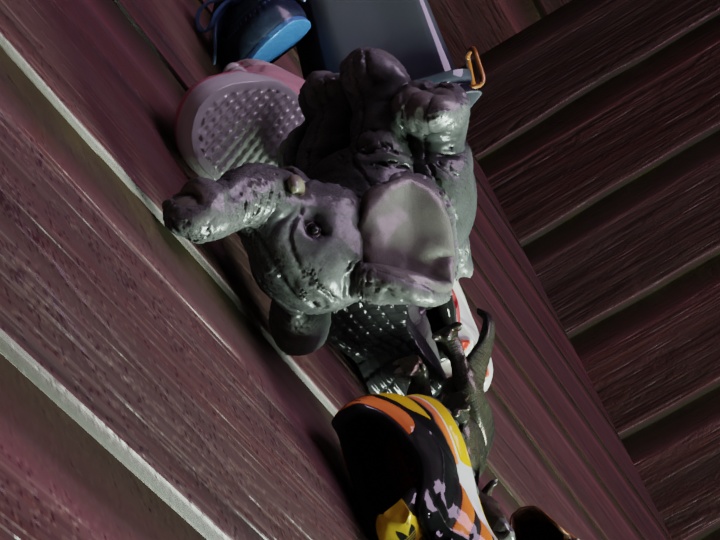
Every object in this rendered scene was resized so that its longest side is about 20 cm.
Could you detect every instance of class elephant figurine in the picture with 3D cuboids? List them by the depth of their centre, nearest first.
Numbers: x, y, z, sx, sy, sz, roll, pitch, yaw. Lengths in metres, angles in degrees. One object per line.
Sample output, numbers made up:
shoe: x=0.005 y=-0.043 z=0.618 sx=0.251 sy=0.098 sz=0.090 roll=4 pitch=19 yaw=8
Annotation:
elephant figurine: x=-0.016 y=-0.018 z=1.122 sx=0.154 sy=0.142 sz=0.200 roll=24 pitch=45 yaw=4

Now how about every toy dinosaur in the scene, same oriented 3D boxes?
toy dinosaur: x=0.056 y=0.101 z=1.275 sx=0.201 sy=0.076 sz=0.103 roll=-90 pitch=165 yaw=-56

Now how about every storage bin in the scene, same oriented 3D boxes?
storage bin: x=0.014 y=-0.171 z=1.573 sx=0.200 sy=0.145 sz=0.135 roll=136 pitch=-63 yaw=-81

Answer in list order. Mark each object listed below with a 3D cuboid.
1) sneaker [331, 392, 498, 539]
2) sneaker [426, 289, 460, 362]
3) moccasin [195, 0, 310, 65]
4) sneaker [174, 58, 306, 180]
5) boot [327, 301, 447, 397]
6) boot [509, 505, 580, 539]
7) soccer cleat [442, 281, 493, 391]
sneaker: x=0.041 y=0.156 z=1.087 sx=0.090 sy=0.070 sz=0.201 roll=14 pitch=44 yaw=-59
sneaker: x=0.016 y=-0.009 z=1.476 sx=0.201 sy=0.071 sz=0.098 roll=59 pitch=5 yaw=-19
moccasin: x=-0.087 y=-0.184 z=1.505 sx=0.068 sy=0.080 sz=0.200 roll=55 pitch=-6 yaw=-5
sneaker: x=-0.072 y=-0.090 z=1.248 sx=0.104 sy=0.076 sz=0.200 roll=20 pitch=11 yaw=32
boot: x=0.000 y=0.000 z=1.340 sx=0.132 sy=0.069 sz=0.201 roll=-102 pitch=174 yaw=-50
boot: x=0.184 y=0.271 z=1.496 sx=0.156 sy=0.076 sz=0.200 roll=55 pitch=6 yaw=-44
soccer cleat: x=0.053 y=0.015 z=1.684 sx=0.078 sy=0.069 sz=0.201 roll=-104 pitch=170 yaw=-81
